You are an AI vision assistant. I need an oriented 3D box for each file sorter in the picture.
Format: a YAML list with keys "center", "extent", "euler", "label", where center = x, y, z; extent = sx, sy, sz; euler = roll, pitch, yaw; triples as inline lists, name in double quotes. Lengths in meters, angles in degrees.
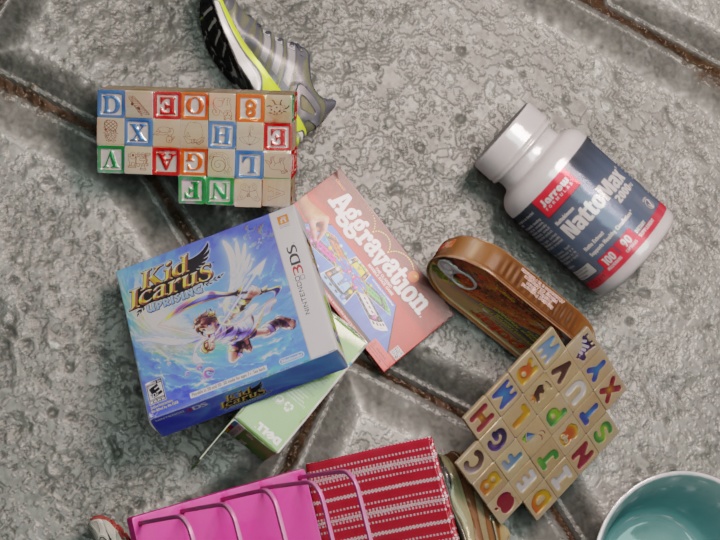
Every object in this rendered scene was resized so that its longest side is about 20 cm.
- center: [-0.097, 0.279, 1.613]
  extent: [0.200, 0.125, 0.139]
  euler: [-12, 86, -33]
  label: "file sorter"

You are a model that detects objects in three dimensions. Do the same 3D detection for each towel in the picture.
- center: [0.032, 0.279, 1.699]
  extent: [0.144, 0.022, 0.200]
  euler: [-15, 87, 16]
  label: "towel"

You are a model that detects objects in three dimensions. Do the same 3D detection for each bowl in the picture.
- center: [0.321, 0.312, 1.744]
  extent: [0.200, 0.105, 0.201]
  euler: [2, 80, -11]
  label: "bowl"

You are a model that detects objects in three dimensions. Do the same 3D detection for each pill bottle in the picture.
- center: [0.224, -0.080, 1.789]
  extent: [0.200, 0.120, 0.120]
  euler: [41, 75, -2]
  label: "pill bottle"

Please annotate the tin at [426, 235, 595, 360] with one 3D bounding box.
- center: [0.159, 0.037, 1.752]
  extent: [0.200, 0.112, 0.042]
  euler: [39, 60, -11]
  label: "tin"

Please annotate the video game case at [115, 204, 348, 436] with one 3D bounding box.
- center: [-0.131, 0.047, 1.664]
  extent: [0.200, 0.045, 0.182]
  euler: [-21, 56, 4]
  label: "video game case"

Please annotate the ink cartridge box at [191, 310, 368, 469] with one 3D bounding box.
- center: [-0.083, 0.137, 1.693]
  extent: [0.059, 0.104, 0.200]
  euler: [40, 75, -2]
  label: "ink cartridge box"

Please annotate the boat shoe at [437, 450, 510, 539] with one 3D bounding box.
- center: [0.122, 0.281, 1.727]
  extent: [0.074, 0.076, 0.200]
  euler: [-12, 86, -30]
  label: "boat shoe"

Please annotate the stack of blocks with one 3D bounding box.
- center: [-0.167, -0.128, 1.716]
  extent: [0.200, 0.059, 0.115]
  euler: [3, 100, 3]
  label: "stack of blocks"

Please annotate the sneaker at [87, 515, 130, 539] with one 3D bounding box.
- center: [-0.243, 0.339, 1.638]
  extent: [0.082, 0.078, 0.200]
  euler: [-11, 78, -5]
  label: "sneaker"

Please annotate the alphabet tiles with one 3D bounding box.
- center: [0.187, 0.158, 1.709]
  extent: [0.200, 0.006, 0.167]
  euler: [-44, 124, -14]
  label: "alphabet tiles"

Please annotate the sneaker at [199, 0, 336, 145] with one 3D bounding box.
- center: [-0.102, -0.227, 1.779]
  extent: [0.081, 0.074, 0.200]
  euler: [-33, 95, -22]
  label: "sneaker"

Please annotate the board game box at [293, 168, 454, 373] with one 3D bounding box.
- center: [0.000, 0.000, 1.779]
  extent: [0.103, 0.019, 0.200]
  euler: [-38, 89, -17]
  label: "board game box"

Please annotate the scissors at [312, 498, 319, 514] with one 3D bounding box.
- center: [-0.048, 0.232, 1.729]
  extent: [0.200, 0.014, 0.073]
  euler: [-39, 90, -15]
  label: "scissors"
